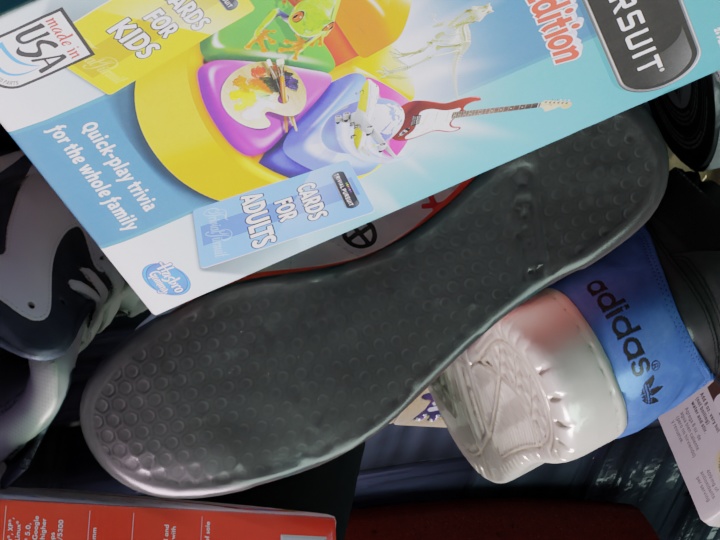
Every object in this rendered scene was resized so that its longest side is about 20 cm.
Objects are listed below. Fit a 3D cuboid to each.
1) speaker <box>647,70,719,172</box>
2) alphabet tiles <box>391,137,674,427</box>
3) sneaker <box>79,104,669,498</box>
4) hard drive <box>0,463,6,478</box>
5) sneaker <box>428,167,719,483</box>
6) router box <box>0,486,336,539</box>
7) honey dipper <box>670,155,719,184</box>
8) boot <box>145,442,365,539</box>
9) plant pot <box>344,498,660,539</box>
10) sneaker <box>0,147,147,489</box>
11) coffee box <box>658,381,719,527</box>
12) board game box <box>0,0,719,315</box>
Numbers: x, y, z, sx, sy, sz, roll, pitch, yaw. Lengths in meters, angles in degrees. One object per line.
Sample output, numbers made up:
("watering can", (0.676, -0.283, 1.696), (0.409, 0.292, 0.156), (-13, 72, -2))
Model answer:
("speaker", (0.200, -0.095, 0.936), (0.200, 0.081, 0.081), (-15, 146, -11))
("alphabet tiles", (0.032, 0.005, 1.017), (0.166, 0.006, 0.200), (5, 145, -21))
("sneaker", (0.001, 0.001, 0.870), (0.201, 0.108, 0.067), (-32, 103, -1))
("hard drive", (-0.225, 0.065, 0.975), (0.200, 0.027, 0.132), (-9, 144, -19))
("sneaker", (0.086, 0.017, 0.944), (0.111, 0.077, 0.200), (-26, -179, -12))
("router box", (-0.137, 0.096, 0.901), (0.179, 0.049, 0.200), (7, 175, -35))
("honey dipper", (0.088, -0.051, 0.982), (0.200, 0.038, 0.038), (18, 130, -38))
("boot", (-0.032, 0.118, 0.989), (0.076, 0.168, 0.200), (26, 151, -23))
("plant pot", (0.068, 0.214, 1.211), (0.176, 0.200, 0.200), (-18, 148, -25))
("sneaker", (-0.097, 0.017, 0.879), (0.199, 0.130, 0.080), (10, 137, -34))
("coffee box", (0.228, 0.023, 1.117), (0.113, 0.080, 0.200), (9, 136, -36))
("board game box", (0.000, -0.077, 0.747), (0.200, 0.047, 0.151), (-23, 146, 7))
